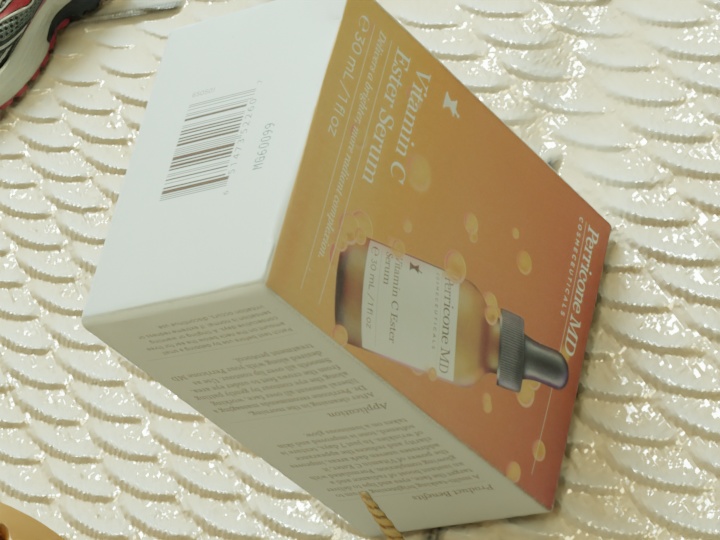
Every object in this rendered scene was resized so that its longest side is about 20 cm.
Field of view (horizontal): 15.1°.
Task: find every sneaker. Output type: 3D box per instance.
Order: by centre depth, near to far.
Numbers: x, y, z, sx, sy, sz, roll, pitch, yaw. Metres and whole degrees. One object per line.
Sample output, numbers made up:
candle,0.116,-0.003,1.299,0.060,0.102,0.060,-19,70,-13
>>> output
sneaker,-0.210,-0.164,1.585,0.200,0.075,0.081,-47,39,5

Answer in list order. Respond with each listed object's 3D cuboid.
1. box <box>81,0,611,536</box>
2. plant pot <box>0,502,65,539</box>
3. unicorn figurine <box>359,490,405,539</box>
box,0.000,0.000,1.161,0.106,0.200,0.152,-12,53,39
plant pot,-0.196,0.192,1.216,0.200,0.200,0.140,-14,35,35
unicorn figurine,0.058,0.189,1.071,0.200,0.074,0.137,17,62,33
